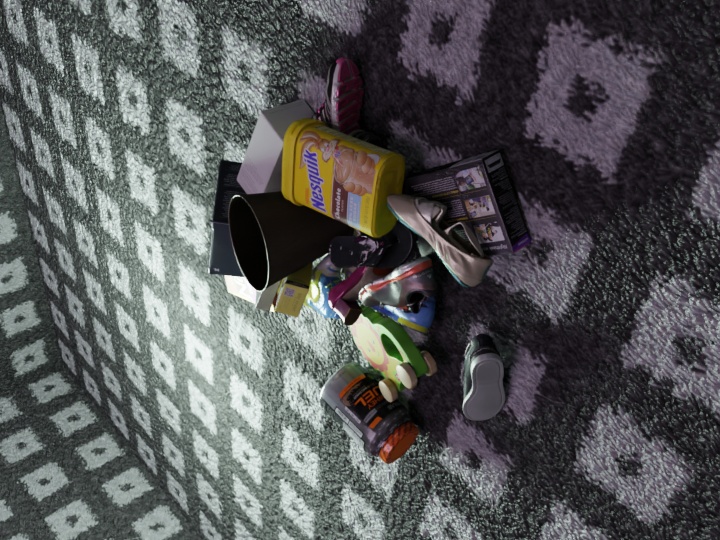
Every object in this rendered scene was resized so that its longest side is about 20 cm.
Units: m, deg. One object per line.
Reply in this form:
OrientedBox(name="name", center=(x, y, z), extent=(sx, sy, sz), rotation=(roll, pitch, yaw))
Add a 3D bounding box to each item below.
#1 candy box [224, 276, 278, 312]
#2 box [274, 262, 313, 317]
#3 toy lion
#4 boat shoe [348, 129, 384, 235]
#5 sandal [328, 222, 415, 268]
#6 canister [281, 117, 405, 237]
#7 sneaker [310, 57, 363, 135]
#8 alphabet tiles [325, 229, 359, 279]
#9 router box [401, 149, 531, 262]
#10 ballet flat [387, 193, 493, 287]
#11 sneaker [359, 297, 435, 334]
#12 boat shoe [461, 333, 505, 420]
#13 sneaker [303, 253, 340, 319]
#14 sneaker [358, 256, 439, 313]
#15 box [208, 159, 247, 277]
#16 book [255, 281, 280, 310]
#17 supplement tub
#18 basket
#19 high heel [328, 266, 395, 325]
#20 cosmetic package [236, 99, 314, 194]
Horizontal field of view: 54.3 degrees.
OrientedBox(name="candy box", center=(-0.255, 0.016, 1.681), extent=(0.200, 0.056, 0.117), rotation=(19, 126, 46))
OrientedBox(name="box", center=(-0.126, 0.001, 1.392), extent=(0.050, 0.200, 0.075), rotation=(18, 124, -10))
OrientedBox(name="toy lion", center=(0.047, 0.148, 1.362), extent=(0.192, 0.068, 0.200), rotation=(58, 157, 11))
OrientedBox(name="boat shoe", center=(0.017, -0.142, 1.229), extent=(0.067, 0.072, 0.201), rotation=(21, 125, 47))
OrientedBox(name="sandal", center=(0.011, -0.035, 1.220), extent=(0.200, 0.048, 0.076), rotation=(-11, 90, 43))
OrientedBox(name="canister", center=(-0.030, -0.154, 1.164), extent=(0.199, 0.086, 0.149), rotation=(26, 126, 31))
OrientedBox(name="sneaker", center=(-0.048, -0.275, 1.224), extent=(0.087, 0.074, 0.201), rotation=(28, 137, 30))
OrientedBox(name="alphabet tiles", center=(-0.025, -0.068, 1.378), extent=(0.195, 0.015, 0.201), rotation=(-5, 108, 53))
OrientedBox(name="router box", center=(0.155, -0.094, 1.104), extent=(0.200, 0.051, 0.150), rotation=(-6, 109, 53))
OrientedBox(name="ballet flat", center=(0.125, -0.064, 1.073), extent=(0.200, 0.069, 0.070), rotation=(47, 142, 14))
OrientedBox(name="sneaker", center=(0.071, 0.053, 1.308), extent=(0.200, 0.066, 0.079), rotation=(23, 94, 54))
OrientedBox(name="boat shoe", center=(0.211, 0.187, 1.209), extent=(0.201, 0.075, 0.061), rotation=(92, 174, -47))
OrientedBox(name="sneaker", center=(-0.054, 0.034, 1.427), extent=(0.105, 0.076, 0.200), rotation=(41, 149, 2))
OrientedBox(name="sneaker", center=(0.064, 0.044, 1.207), extent=(0.200, 0.077, 0.082), rotation=(-34, 80, 59))
OrientedBox(name="box", center=(-0.256, -0.109, 1.479), extent=(0.149, 0.106, 0.201), rotation=(108, 164, -45))
OrientedBox(name="book", center=(-0.181, -0.037, 1.457), extent=(0.134, 0.048, 0.201), rotation=(118, 160, -49))
OrientedBox(name="supplement tub", center=(0.019, 0.297, 1.462), extent=(0.200, 0.122, 0.123), rotation=(40, 139, 27))
OrientedBox(name="basket", center=(-0.122, -0.078, 1.300), extent=(0.136, 0.199, 0.181), rotation=(18, 123, 51))
OrientedBox(name="high heel", center=(0.000, 0.000, 1.318), extent=(0.200, 0.067, 0.096), rotation=(-55, 42, 16))
OrientedBox(name="cosmetic package", center=(-0.156, -0.224, 1.364), extent=(0.085, 0.107, 0.200), rotation=(52, 141, 16))
